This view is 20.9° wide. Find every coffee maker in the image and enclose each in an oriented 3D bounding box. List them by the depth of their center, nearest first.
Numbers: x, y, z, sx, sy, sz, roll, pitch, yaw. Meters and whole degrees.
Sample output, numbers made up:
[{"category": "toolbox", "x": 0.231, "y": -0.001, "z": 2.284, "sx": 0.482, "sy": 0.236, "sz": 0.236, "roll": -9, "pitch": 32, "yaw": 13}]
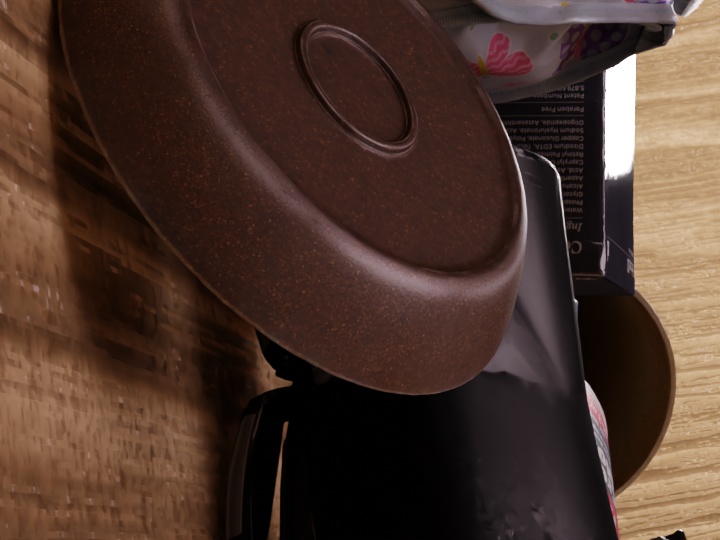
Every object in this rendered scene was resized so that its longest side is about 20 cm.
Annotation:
[{"category": "coffee maker", "x": 0.042, "y": 0.050, "z": 0.765, "sx": 0.135, "sy": 0.191, "sz": 0.201, "roll": 33, "pitch": 45, "yaw": -58}]

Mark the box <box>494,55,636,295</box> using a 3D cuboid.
[{"category": "box", "x": 0.080, "y": -0.082, "z": 0.963, "sx": 0.200, "sy": 0.103, "sz": 0.183, "roll": 18, "pitch": 72, "yaw": -77}]

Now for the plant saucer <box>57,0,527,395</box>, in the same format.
[{"category": "plant saucer", "x": -0.011, "y": -0.053, "z": 0.651, "sx": 0.200, "sy": 0.034, "sz": 0.201, "roll": 31, "pitch": 38, "yaw": -28}]

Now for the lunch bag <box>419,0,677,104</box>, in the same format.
[{"category": "lunch bag", "x": 0.022, "y": -0.160, "z": 0.814, "sx": 0.127, "sy": 0.199, "sz": 0.171, "roll": 54, "pitch": 29, "yaw": -75}]

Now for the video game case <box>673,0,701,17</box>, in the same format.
[{"category": "video game case", "x": 0.114, "y": -0.217, "z": 1.038, "sx": 0.200, "sy": 0.023, "sz": 0.182, "roll": 46, "pitch": 7, "yaw": 2}]

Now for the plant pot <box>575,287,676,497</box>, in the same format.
[{"category": "plant pot", "x": 0.105, "y": 0.058, "z": 1.381, "sx": 0.200, "sy": 0.185, "sz": 0.188, "roll": -122, "pitch": -159, "yaw": -73}]

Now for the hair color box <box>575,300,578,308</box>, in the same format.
[{"category": "hair color box", "x": 0.047, "y": 0.044, "z": 1.016, "sx": 0.200, "sy": 0.099, "sz": 0.061, "roll": 0, "pitch": 91, "yaw": -74}]

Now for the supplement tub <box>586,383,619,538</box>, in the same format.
[{"category": "supplement tub", "x": 0.079, "y": 0.146, "z": 1.126, "sx": 0.200, "sy": 0.139, "sz": 0.141, "roll": -86, "pitch": 165, "yaw": -61}]
